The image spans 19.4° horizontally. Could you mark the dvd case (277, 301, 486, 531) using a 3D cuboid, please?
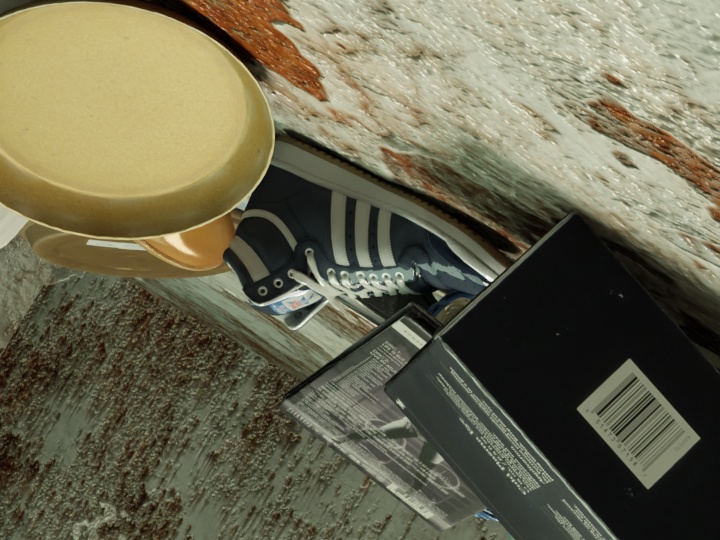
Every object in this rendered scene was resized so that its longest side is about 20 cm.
[{"bbox_3d":[0.044,0.100,1.381,0.148,0.016,0.200,38,148,-9],"label":"dvd case"}]

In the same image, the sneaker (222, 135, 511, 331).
[{"bbox_3d":[0.000,0.000,1.324,0.199,0.109,0.070,27,173,32],"label":"sneaker"}]

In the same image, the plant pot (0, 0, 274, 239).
[{"bbox_3d":[-0.148,-0.092,1.232,0.198,0.028,0.201,1,141,1],"label":"plant pot"}]

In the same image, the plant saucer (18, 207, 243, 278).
[{"bbox_3d":[-0.173,-0.025,1.652,0.198,0.030,0.200,2,167,1],"label":"plant saucer"}]

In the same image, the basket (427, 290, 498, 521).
[{"bbox_3d":[0.090,0.094,1.462,0.176,0.140,0.200,33,180,1],"label":"basket"}]

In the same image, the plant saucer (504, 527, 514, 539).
[{"bbox_3d":[0.172,0.245,1.608,0.200,0.027,0.200,48,-176,-4],"label":"plant saucer"}]

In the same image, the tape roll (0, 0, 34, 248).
[{"bbox_3d":[-0.269,-0.100,1.266,0.071,0.203,0.202,26,172,40],"label":"tape roll"}]

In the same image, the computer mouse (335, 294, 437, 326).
[{"bbox_3d":[0.030,0.022,1.607,0.199,0.053,0.138,34,177,-28],"label":"computer mouse"}]

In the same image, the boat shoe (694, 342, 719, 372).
[{"bbox_3d":[0.199,0.081,1.212,0.073,0.062,0.199,33,175,-38],"label":"boat shoe"}]

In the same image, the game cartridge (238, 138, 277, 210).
[{"bbox_3d":[-0.075,-0.068,1.504,0.133,0.042,0.199,42,169,-37],"label":"game cartridge"}]

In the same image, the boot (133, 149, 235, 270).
[{"bbox_3d":[-0.113,-0.067,1.363,0.154,0.074,0.200,13,146,52],"label":"boot"}]

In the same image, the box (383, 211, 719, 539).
[{"bbox_3d":[0.125,0.091,1.141,0.200,0.104,0.182,49,165,2],"label":"box"}]
